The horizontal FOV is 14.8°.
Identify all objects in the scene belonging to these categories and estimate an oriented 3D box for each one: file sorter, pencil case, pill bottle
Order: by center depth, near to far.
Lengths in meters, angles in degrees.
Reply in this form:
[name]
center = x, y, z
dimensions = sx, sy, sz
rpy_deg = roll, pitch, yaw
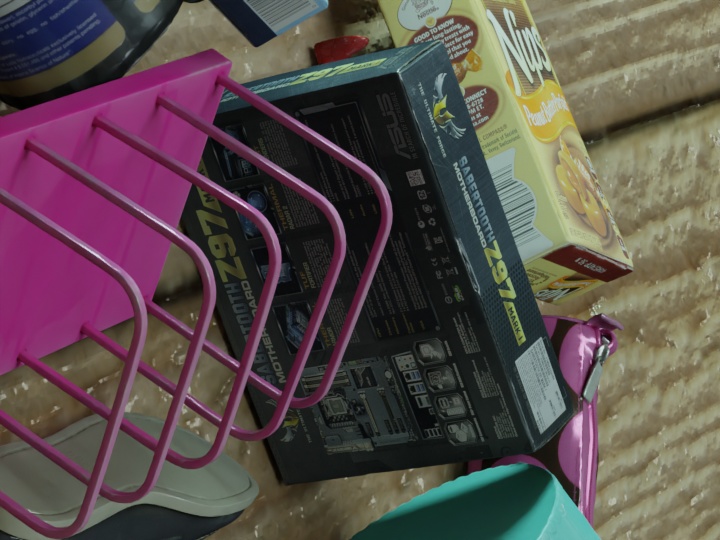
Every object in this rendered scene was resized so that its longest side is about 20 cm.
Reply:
[file sorter]
center = -0.095, 0.011, 1.196
dimensions = 0.200, 0.125, 0.140
rpy_deg = -25, 142, -54
[pill bottle]
center = -0.169, -0.173, 1.199
dimensions = 0.200, 0.111, 0.112
rpy_deg = 52, 44, -34
[pencil case]
center = 0.101, 0.123, 1.520
dimensions = 0.091, 0.093, 0.202
rpy_deg = 20, 67, -49

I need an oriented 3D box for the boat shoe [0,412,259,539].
[boat shoe]
center = -0.121, 0.112, 1.262
dimensions = 0.200, 0.073, 0.063
rpy_deg = -4, 128, -60

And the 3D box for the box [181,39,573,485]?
[box]
center = 0.000, 0.000, 1.353
dimensions = 0.051, 0.157, 0.201
rpy_deg = -38, 111, -52

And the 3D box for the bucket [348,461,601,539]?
[bucket]
center = 0.054, 0.201, 1.349
dimensions = 0.135, 0.206, 0.207
rpy_deg = 56, 41, -15

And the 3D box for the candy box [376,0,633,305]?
[candy box]
center = 0.074, -0.087, 1.499
dimensions = 0.115, 0.055, 0.201
rpy_deg = 18, 50, -67

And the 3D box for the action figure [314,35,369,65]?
[action figure]
center = 0.000, -0.021, 1.456
dimensions = 0.065, 0.051, 0.202
rpy_deg = 25, 64, -55

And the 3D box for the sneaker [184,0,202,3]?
[sneaker]
center = -0.138, -0.205, 1.298
dimensions = 0.087, 0.074, 0.201
rpy_deg = -37, 101, -40

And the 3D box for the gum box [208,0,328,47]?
[gum box]
center = -0.086, -0.225, 1.240
dimensions = 0.170, 0.044, 0.201
rpy_deg = 44, 26, -42
